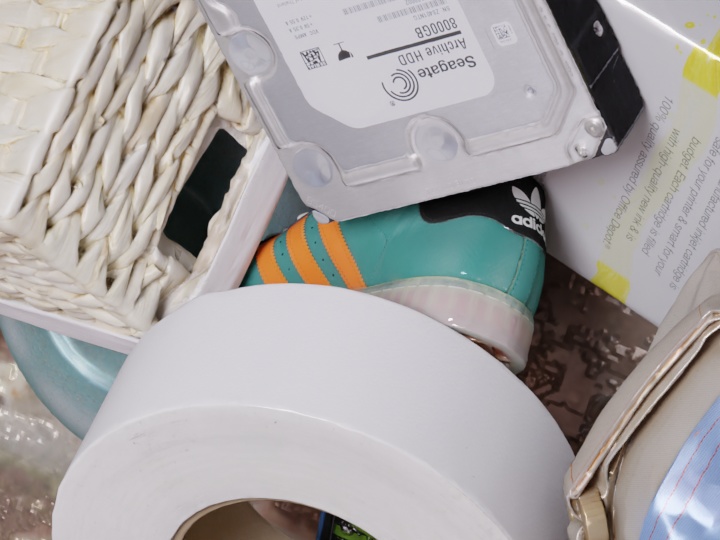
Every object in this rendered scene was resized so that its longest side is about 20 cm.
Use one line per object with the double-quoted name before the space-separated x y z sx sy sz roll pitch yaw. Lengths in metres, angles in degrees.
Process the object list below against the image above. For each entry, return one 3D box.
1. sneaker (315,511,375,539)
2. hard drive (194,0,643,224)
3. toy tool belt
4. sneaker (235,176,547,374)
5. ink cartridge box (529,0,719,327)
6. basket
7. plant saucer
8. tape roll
"sneaker" 0.024 0.109 0.984 0.083 0.070 0.201 16 110 62
"hard drive" -0.001 -0.118 0.822 0.139 0.038 0.201 -11 117 35
"toy tool belt" 0.132 0.101 0.786 0.124 0.123 0.201 18 100 -26
"sneaker" 0.000 0.000 0.939 0.199 0.071 0.080 -2 62 45
"ink cartridge box" 0.124 -0.060 0.883 0.200 0.083 0.145 35 144 13
"basket" -0.141 -0.059 0.954 0.199 0.123 0.136 14 75 42
"plant saucer" -0.093 0.002 1.043 0.200 0.039 0.202 4 101 22
"tape roll" -0.014 0.103 0.892 0.201 0.071 0.203 10 131 12
